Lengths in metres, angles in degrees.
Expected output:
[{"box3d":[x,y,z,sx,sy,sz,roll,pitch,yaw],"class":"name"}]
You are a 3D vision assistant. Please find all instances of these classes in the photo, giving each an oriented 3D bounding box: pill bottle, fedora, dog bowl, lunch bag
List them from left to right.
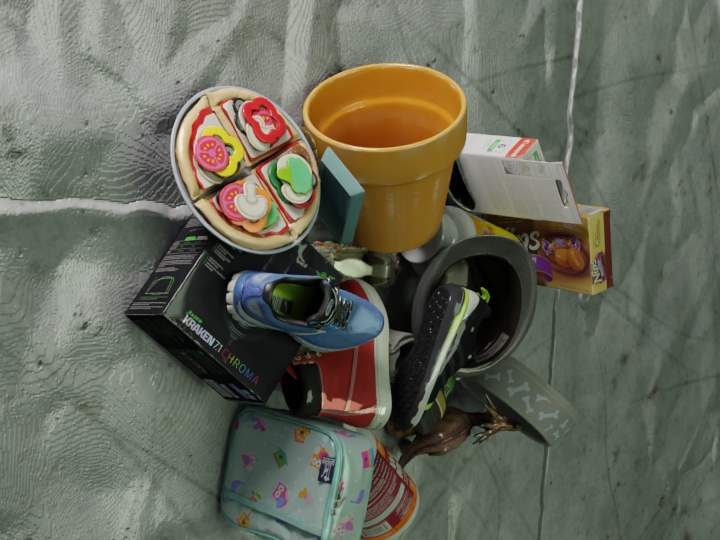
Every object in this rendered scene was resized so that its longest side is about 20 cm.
[{"box3d":[-0.078,0.254,1.596,0.077,0.200,0.161,14,89,-46],"class":"lunch bag"},{"box3d":[-0.012,0.262,1.738,0.110,0.109,0.200,-57,134,-24],"class":"pill bottle"},{"box3d":[0.142,-0.024,1.858,0.200,0.109,0.109,20,82,-48],"class":"pill bottle"},{"box3d":[0.137,0.036,1.750,0.177,0.090,0.200,-8,110,-19],"class":"fedora"},{"box3d":[0.220,0.179,1.926,0.059,0.200,0.200,-51,132,-9],"class":"dog bowl"}]

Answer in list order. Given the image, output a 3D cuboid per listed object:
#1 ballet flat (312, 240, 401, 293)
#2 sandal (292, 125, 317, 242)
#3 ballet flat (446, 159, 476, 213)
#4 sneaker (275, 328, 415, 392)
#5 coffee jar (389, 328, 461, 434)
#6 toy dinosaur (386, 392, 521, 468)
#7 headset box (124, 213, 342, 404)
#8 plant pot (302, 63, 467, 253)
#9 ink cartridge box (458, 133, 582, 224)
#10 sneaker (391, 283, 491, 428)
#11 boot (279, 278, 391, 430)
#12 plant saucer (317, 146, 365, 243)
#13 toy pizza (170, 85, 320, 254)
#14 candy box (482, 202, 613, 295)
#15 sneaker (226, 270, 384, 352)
[{"box3d":[0.000,0.000,1.739,0.200,0.064,0.076,-1,95,-48],"class":"ballet flat"},{"box3d":[-0.094,-0.086,1.621,0.080,0.054,0.200,-2,121,-6],"class":"sandal"},{"box3d":[0.115,-0.165,1.841,0.066,0.057,0.200,-46,128,-34],"class":"ballet flat"},{"box3d":[-0.011,0.113,1.709,0.200,0.115,0.074,-22,115,-42],"class":"sneaker"},{"box3d":[0.097,0.127,1.838,0.200,0.104,0.085,-53,146,-27],"class":"coffee jar"},{"box3d":[0.123,0.224,1.862,0.200,0.135,0.086,-33,120,-39],"class":"toy dinosaur"},{"box3d":[-0.139,0.023,1.543,0.174,0.093,0.200,45,63,-28],"class":"headset box"},{"box3d":[0.035,-0.130,1.676,0.200,0.200,0.183,-40,141,-36],"class":"plant pot"},{"box3d":[0.223,-0.129,1.859,0.050,0.200,0.109,-47,128,-32],"class":"ink cartridge box"},{"box3d":[0.109,0.113,1.674,0.083,0.072,0.200,20,99,-27],"class":"sneaker"},{"box3d":[-0.041,0.089,1.615,0.144,0.072,0.200,14,54,-29],"class":"boot"},{"box3d":[-0.029,-0.084,1.609,0.019,0.200,0.070,-37,80,-14],"class":"plant saucer"},{"box3d":[-0.120,-0.116,1.488,0.200,0.032,0.201,17,62,-35],"class":"toy pizza"},{"box3d":[0.267,-0.040,1.925,0.056,0.200,0.117,-21,113,-40],"class":"candy box"},{"box3d":[-0.049,0.048,1.497,0.200,0.089,0.079,13,82,-37],"class":"sneaker"}]
